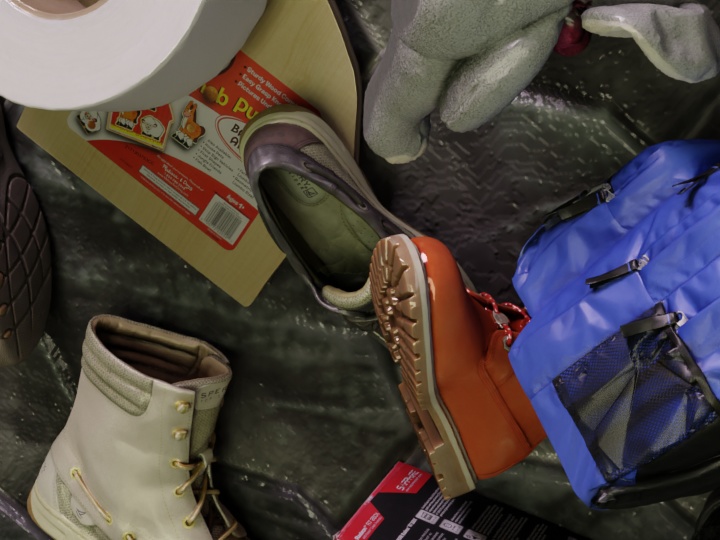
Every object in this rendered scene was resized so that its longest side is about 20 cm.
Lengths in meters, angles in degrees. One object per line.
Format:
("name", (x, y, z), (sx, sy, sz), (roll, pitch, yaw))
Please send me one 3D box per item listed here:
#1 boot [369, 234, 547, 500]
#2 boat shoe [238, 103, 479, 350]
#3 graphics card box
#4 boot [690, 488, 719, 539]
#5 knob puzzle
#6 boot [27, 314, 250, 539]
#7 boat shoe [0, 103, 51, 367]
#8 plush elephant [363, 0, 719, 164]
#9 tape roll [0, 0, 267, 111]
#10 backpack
("boot", (0.067, 0.037, 1.094), (0.107, 0.075, 0.200), (-21, 142, -1))
("boat shoe", (0.000, -0.001, 1.129), (0.072, 0.066, 0.201), (-29, 114, 25))
("graphics card box", (0.088, 0.185, 1.158), (0.199, 0.125, 0.051), (20, 110, 12))
("boot", (0.255, 0.197, 1.076), (0.210, 0.158, 0.080), (15, 116, 16))
("knob puzzle", (-0.080, -0.108, 1.160), (0.218, 0.030, 0.221), (7, 113, 18))
("boot", (-0.100, 0.128, 1.243), (0.199, 0.072, 0.155), (28, 119, 12))
("boat shoe", (-0.244, -0.038, 1.237), (0.071, 0.076, 0.201), (-9, 98, 29))
("plush elephant", (0.095, -0.151, 1.010), (0.154, 0.200, 0.166), (3, 78, -13))
("tape roll", (-0.144, -0.186, 1.100), (0.201, 0.071, 0.204), (2, 94, 26))
("backpack", (0.188, 0.012, 1.026), (0.200, 0.162, 0.168), (-35, 76, 31))
